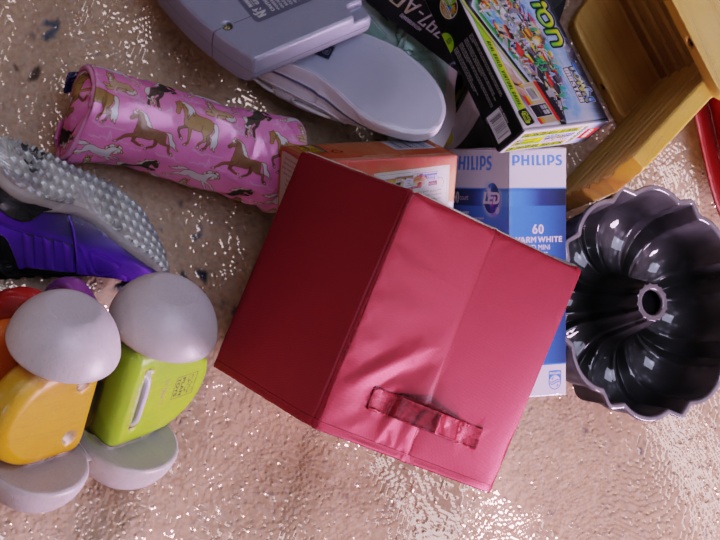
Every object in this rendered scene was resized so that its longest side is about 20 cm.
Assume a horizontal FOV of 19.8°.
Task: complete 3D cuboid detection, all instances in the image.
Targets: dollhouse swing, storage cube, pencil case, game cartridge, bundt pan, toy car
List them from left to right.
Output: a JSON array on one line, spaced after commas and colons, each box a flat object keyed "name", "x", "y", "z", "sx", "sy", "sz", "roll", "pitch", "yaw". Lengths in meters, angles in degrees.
[{"name": "toy car", "x": -0.213, "y": 0.070, "z": 1.536, "sx": 0.199, "sy": 0.176, "sz": 0.150, "roll": -11, "pitch": 42, "yaw": -40}, {"name": "pencil case", "x": -0.140, "y": -0.102, "z": 1.631, "sx": 0.198, "sy": 0.087, "sz": 0.083, "roll": 13, "pitch": 108, "yaw": -23}, {"name": "game cartridge", "x": -0.100, "y": -0.240, "z": 1.661, "sx": 0.132, "sy": 0.042, "sz": 0.200, "roll": -27, "pitch": 61, "yaw": -20}, {"name": "storage cube", "x": 0.027, "y": 0.036, "z": 1.531, "sx": 0.170, "sy": 0.200, "sz": 0.181, "roll": 23, "pitch": 90, "yaw": -31}, {"name": "dollhouse swing", "x": 0.219, "y": -0.176, "z": 1.764, "sx": 0.175, "sy": 0.200, "sz": 0.183, "roll": -29, "pitch": 92, "yaw": -16}, {"name": "bundt pan", "x": 0.230, "y": 0.031, "z": 1.782, "sx": 0.200, "sy": 0.076, "sz": 0.204, "roll": 4, "pitch": 82, "yaw": -29}]

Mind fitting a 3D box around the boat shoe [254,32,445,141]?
[{"name": "boat shoe", "x": -0.021, "y": -0.157, "z": 1.679, "sx": 0.199, "sy": 0.065, "sz": 0.074, "roll": 31, "pitch": 67, "yaw": 11}]

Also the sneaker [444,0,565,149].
[{"name": "sneaker", "x": 0.133, "y": -0.173, "z": 1.796, "sx": 0.084, "sy": 0.074, "sz": 0.201, "roll": 38, "pitch": 75, "yaw": -20}]

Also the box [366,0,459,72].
[{"name": "box", "x": 0.071, "y": -0.275, "z": 1.743, "sx": 0.160, "sy": 0.043, "sz": 0.201, "roll": 35, "pitch": 44, "yaw": -17}]

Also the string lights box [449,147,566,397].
[{"name": "string lights box", "x": 0.120, "y": -0.001, "z": 1.704, "sx": 0.058, "sy": 0.103, "sz": 0.202, "roll": -2, "pitch": 94, "yaw": -26}]

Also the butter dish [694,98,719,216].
[{"name": "butter dish", "x": 0.413, "y": -0.155, "z": 1.876, "sx": 0.198, "sy": 0.148, "sz": 0.202, "roll": -8, "pitch": 83, "yaw": -26}]

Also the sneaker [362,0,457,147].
[{"name": "sneaker", "x": 0.021, "y": -0.168, "z": 1.730, "sx": 0.118, "sy": 0.074, "sz": 0.202, "roll": 27, "pitch": 59, "yaw": -25}]

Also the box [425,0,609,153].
[{"name": "box", "x": 0.114, "y": -0.194, "z": 1.666, "sx": 0.110, "sy": 0.035, "sz": 0.201, "roll": -10, "pitch": 70, "yaw": -44}]

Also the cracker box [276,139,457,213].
[{"name": "cracker box", "x": 0.000, "y": 0.000, "z": 1.651, "sx": 0.133, "sy": 0.058, "sz": 0.202, "roll": -4, "pitch": 108, "yaw": -27}]

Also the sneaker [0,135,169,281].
[{"name": "sneaker", "x": -0.238, "y": -0.027, "z": 1.583, "sx": 0.200, "sy": 0.099, "sz": 0.070, "roll": 31, "pitch": 25, "yaw": -43}]
